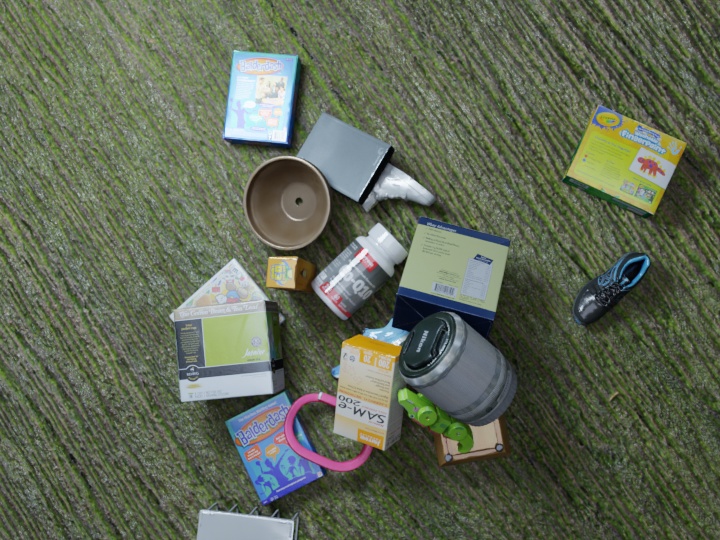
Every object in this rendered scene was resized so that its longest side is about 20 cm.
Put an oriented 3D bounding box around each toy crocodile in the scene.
[{"bbox_3d":[0.152,0.298,1.509,0.199,0.068,0.062,32,110,-21],"label":"toy crocodile"}]

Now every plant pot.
[{"bbox_3d":[-0.147,-0.148,1.649,0.199,0.093,0.203,2,98,16],"label":"plant pot"}]

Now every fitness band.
[{"bbox_3d":[-0.067,0.347,1.619,0.199,0.037,0.144,25,74,-4],"label":"fitness band"}]

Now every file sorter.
[{"bbox_3d":[-0.234,0.577,1.601,0.198,0.125,0.140,5,86,6],"label":"file sorter"}]

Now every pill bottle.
[{"bbox_3d":[0.000,0.000,1.623,0.200,0.114,0.114,-44,83,2],"label":"pill bottle"}]

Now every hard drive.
[{"bbox_3d":[-0.038,-0.246,1.651,0.199,0.033,0.140,31,90,28],"label":"hard drive"}]

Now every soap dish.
[{"bbox_3d":[0.225,0.306,1.596,0.156,0.081,0.202,-10,86,5],"label":"soap dish"}]

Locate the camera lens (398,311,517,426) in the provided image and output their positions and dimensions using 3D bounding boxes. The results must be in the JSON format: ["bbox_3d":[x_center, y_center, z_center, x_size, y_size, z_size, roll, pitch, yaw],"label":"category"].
[{"bbox_3d":[0.184,0.189,1.452,0.200,0.160,0.160,39,90,-25],"label":"camera lens"}]

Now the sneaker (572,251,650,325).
[{"bbox_3d":[0.525,0.033,1.585,0.073,0.082,0.200,43,92,5],"label":"sneaker"}]

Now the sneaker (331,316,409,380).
[{"bbox_3d":[0.021,0.173,1.642,0.199,0.078,0.090,-32,65,0],"label":"sneaker"}]

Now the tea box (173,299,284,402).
[{"bbox_3d":[-0.276,0.168,1.608,0.198,0.134,0.198,-5,87,5],"label":"tea box"}]

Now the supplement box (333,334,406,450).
[{"bbox_3d":[0.022,0.246,1.535,0.125,0.073,0.202,12,105,28],"label":"supplement box"}]

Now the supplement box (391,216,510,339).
[{"bbox_3d":[0.186,0.027,1.553,0.199,0.135,0.201,15,57,6],"label":"supplement box"}]

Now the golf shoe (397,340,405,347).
[{"bbox_3d":[0.150,0.172,1.607,0.199,0.088,0.078,-3,69,-28],"label":"golf shoe"}]

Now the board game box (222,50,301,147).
[{"bbox_3d":[-0.221,-0.386,1.700,0.151,0.045,0.202,7,87,7],"label":"board game box"}]

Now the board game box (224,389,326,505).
[{"bbox_3d":[-0.185,0.385,1.650,0.151,0.045,0.201,-27,83,3],"label":"board game box"}]

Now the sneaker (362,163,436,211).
[{"bbox_3d":[0.060,-0.167,1.655,0.199,0.074,0.116,33,91,17],"label":"sneaker"}]

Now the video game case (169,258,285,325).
[{"bbox_3d":[-0.299,0.106,1.692,0.200,0.023,0.182,-41,83,1],"label":"video game case"}]

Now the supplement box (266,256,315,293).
[{"bbox_3d":[-0.144,0.010,1.594,0.068,0.200,0.067,4,86,6],"label":"supplement box"}]

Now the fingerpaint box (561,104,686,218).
[{"bbox_3d":[0.557,-0.230,1.604,0.199,0.073,0.168,25,90,6],"label":"fingerpaint box"}]
